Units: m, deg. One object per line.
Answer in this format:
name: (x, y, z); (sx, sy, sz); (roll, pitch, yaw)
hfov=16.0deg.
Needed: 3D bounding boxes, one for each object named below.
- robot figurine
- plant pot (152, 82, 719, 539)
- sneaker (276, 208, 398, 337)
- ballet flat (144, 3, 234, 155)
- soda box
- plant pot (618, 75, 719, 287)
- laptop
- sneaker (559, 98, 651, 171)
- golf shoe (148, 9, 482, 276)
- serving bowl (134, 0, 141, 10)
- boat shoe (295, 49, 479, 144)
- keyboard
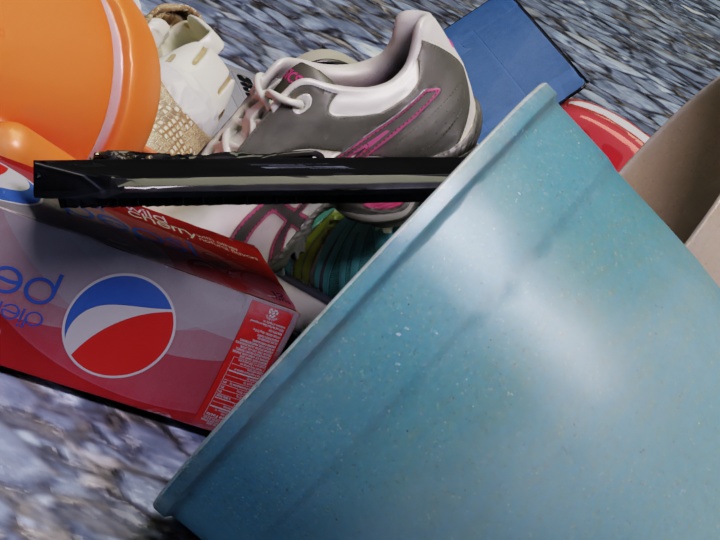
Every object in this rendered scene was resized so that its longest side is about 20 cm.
robot figurine: (-0.169, -0.086, 1.120); (0.144, 0.117, 0.200); (10, 2, 42)
plant pot: (0.064, 0.071, 0.884); (0.188, 0.200, 0.200); (42, 17, 2)
sneaker: (0.000, 0.000, 1.172); (0.077, 0.080, 0.200); (30, 9, -48)
ballet flat: (-0.101, -0.100, 1.348); (0.071, 0.065, 0.200); (48, 9, -23)
soda box: (-0.129, 0.000, 1.004); (0.200, 0.063, 0.070); (20, 15, -25)
plant pot: (0.191, 0.042, 1.094); (0.200, 0.187, 0.187); (37, 14, -9)
laptop: (-0.002, -0.119, 1.482); (0.200, 0.116, 0.187); (19, 17, -19)
sneaker: (0.145, -0.008, 1.388); (0.200, 0.078, 0.115); (50, 24, 11)
golf shoe: (-0.043, -0.045, 1.103); (0.200, 0.088, 0.077); (-24, 32, -15)
serving bowl: (-0.215, -0.143, 1.307); (0.200, 0.066, 0.200); (22, 17, -7)
boat shoe: (0.032, -0.042, 1.365); (0.201, 0.074, 0.063); (35, 18, -40)
keyboard: (-0.033, -0.035, 1.006); (0.200, 0.021, 0.127); (-1, 8, -27)
